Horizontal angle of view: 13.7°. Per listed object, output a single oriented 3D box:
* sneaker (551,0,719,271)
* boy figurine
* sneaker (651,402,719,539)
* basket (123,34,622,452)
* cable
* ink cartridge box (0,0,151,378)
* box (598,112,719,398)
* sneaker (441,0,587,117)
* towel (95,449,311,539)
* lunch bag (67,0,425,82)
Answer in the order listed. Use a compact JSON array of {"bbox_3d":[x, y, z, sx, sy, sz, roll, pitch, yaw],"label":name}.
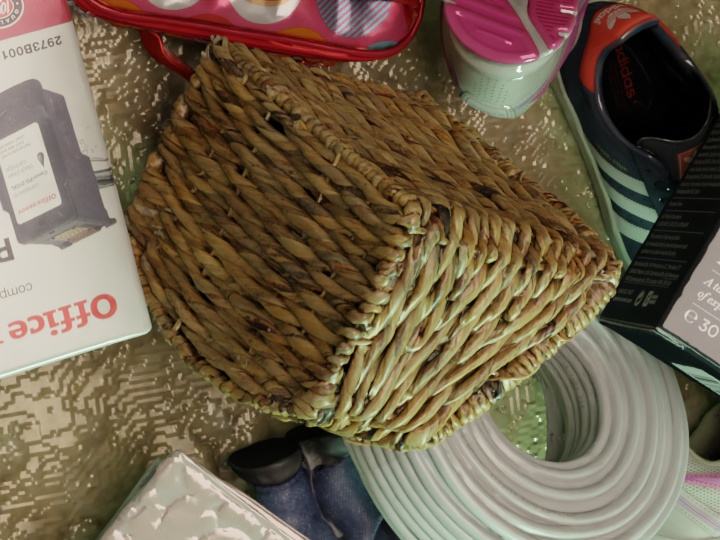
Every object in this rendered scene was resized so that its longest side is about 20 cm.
[{"bbox_3d":[0.166,-0.050,1.573,0.075,0.084,0.200,-36,105,-17],"label":"sneaker"},{"bbox_3d":[0.005,0.174,1.526,0.124,0.064,0.201,-25,101,-20],"label":"boy figurine"},{"bbox_3d":[0.230,0.104,1.607,0.199,0.081,0.089,-15,99,-22],"label":"sneaker"},{"bbox_3d":[0.000,0.000,1.428,0.149,0.200,0.143,13,109,-41],"label":"basket"},{"bbox_3d":[0.077,0.065,1.514,0.200,0.069,0.201,-15,78,-42],"label":"cable"},{"bbox_3d":[-0.197,-0.046,1.423,0.144,0.084,0.201,-17,98,-20],"label":"ink cartridge box"},{"bbox_3d":[0.240,-0.019,1.493,0.148,0.107,0.200,31,85,-10],"label":"box"},{"bbox_3d":[0.083,-0.160,1.526,0.081,0.088,0.200,22,55,5],"label":"sneaker"},{"bbox_3d":[-0.078,0.215,1.472,0.191,0.032,0.200,38,94,-10],"label":"towel"},{"bbox_3d":[-0.062,-0.175,1.481,0.199,0.082,0.177,7,93,-25],"label":"lunch bag"}]
